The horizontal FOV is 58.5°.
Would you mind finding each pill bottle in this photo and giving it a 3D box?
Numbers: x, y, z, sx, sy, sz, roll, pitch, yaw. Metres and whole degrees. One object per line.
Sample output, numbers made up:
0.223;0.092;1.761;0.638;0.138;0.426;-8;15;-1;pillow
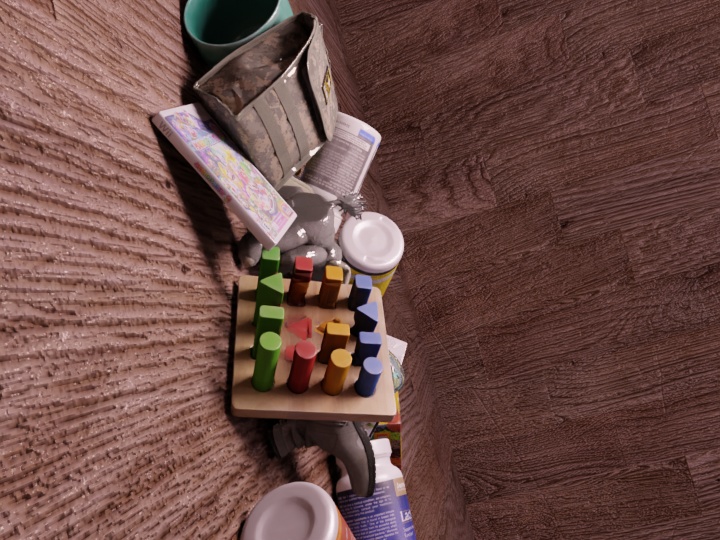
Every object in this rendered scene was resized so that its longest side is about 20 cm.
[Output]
0.000;0.000;1.116;0.201;0.109;0.113;111;-27;-56;pill bottle
0.022;0.382;1.033;0.116;0.113;0.204;46;30;-70;pill bottle
-0.047;0.339;0.716;0.113;0.110;0.202;-92;163;-54;pill bottle
-0.049;-0.180;1.198;0.203;0.112;0.114;-66;169;2;pill bottle

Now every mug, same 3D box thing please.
-0.157;-0.363;0.958;0.154;0.183;0.115;59;-2;26;mug

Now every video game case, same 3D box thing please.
-0.163;-0.124;0.814;0.201;0.018;0.144;49;16;-11;video game case

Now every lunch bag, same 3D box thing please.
-0.108;-0.242;0.913;0.117;0.200;0.165;35;-18;27;lunch bag

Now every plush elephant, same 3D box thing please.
-0.086;-0.040;0.983;0.157;0.195;0.167;90;-12;-45;plush elephant

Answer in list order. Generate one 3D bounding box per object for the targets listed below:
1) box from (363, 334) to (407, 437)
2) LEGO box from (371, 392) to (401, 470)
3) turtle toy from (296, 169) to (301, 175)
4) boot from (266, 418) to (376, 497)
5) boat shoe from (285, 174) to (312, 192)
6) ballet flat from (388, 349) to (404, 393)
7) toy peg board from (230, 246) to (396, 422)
0.015;0.202;1.076;0.201;0.059;0.118;109;0;-54;box
0.039;0.280;1.297;0.202;0.075;0.151;-91;178;-53;LEGO box
-0.131;-0.275;1.206;0.200;0.099;0.149;44;32;-71;turtle toy
-0.056;0.220;0.845;0.068;0.128;0.204;-148;-135;-67;boot
-0.152;-0.161;1.076;0.067;0.072;0.200;37;-3;29;boat shoe
-0.012;0.097;0.898;0.201;0.074;0.074;49;-1;25;ballet flat
-0.052;0.068;0.786;0.099;0.194;0.203;108;-18;-45;toy peg board
